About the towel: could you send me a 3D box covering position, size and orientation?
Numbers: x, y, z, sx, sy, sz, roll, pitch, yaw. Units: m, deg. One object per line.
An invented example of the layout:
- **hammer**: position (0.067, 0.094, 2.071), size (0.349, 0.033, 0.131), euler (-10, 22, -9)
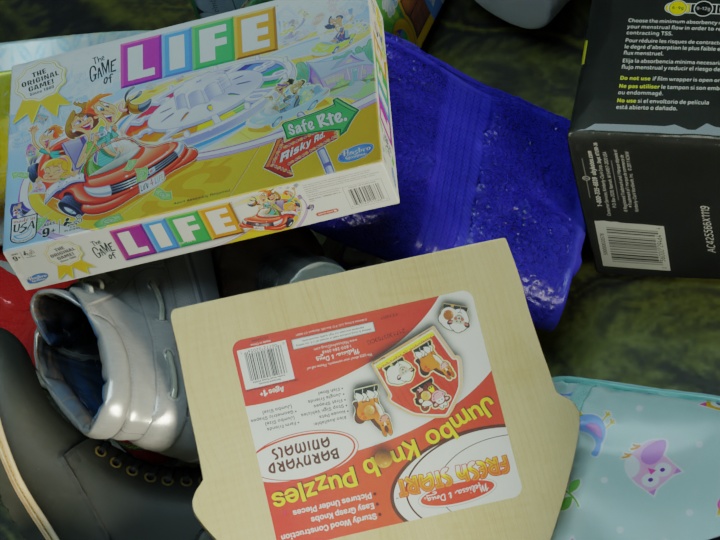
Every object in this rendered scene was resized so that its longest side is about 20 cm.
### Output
- **towel**: position (0.035, -0.064, 1.342), size (0.200, 0.050, 0.148), euler (22, 47, -16)

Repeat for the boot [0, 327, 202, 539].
- **boot**: position (-0.119, 0.103, 1.305), size (0.138, 0.077, 0.200), euler (-23, 97, 1)

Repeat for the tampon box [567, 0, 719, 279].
- **tampon box**: position (0.195, -0.115, 1.347), size (0.126, 0.150, 0.200), euler (3, 60, 15)

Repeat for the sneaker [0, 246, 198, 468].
- **sneaker**: position (-0.154, 0.034, 1.387), size (0.200, 0.085, 0.077), euler (37, 73, 30)

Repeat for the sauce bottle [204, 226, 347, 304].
- **sauce bottle**: position (-0.057, -0.007, 1.342), size (0.065, 0.065, 0.200), euler (-41, 25, -11)

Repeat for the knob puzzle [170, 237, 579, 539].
- **knob puzzle**: position (0.013, 0.098, 1.227), size (0.219, 0.030, 0.220), euler (1, 75, -3)

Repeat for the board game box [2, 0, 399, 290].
- **board game box**: position (-0.084, -0.071, 1.270), size (0.200, 0.034, 0.135), euler (-13, 48, 10)

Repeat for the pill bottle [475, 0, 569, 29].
- **pill bottle**: position (0.139, -0.242, 1.465), size (0.113, 0.113, 0.200), euler (30, 71, 29)

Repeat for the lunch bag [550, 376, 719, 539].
- **lunch bag**: position (0.125, 0.155, 1.241), size (0.160, 0.077, 0.200), euler (10, 62, 20)

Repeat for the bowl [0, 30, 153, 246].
- **bowl**: position (-0.200, -0.074, 1.441), size (0.200, 0.200, 0.108), euler (-5, 101, 12)

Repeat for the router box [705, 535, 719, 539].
- **router box**: position (0.197, 0.241, 1.134), size (0.149, 0.051, 0.200), euler (29, 63, -18)

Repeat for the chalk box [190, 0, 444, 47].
- **chalk box**: position (-0.025, -0.187, 1.453), size (0.124, 0.125, 0.200), euler (10, 55, 22)

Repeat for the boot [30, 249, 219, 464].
- **boot**: position (-0.129, 0.014, 1.288), size (0.074, 0.096, 0.200), euler (-54, 43, 26)

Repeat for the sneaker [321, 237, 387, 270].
- **sneaker**: position (0.000, 0.000, 1.377), size (0.088, 0.080, 0.200), euler (-32, 35, 37)

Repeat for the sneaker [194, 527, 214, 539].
- **sneaker**: position (-0.061, 0.177, 1.246), size (0.200, 0.066, 0.091), euler (6, 89, -4)
